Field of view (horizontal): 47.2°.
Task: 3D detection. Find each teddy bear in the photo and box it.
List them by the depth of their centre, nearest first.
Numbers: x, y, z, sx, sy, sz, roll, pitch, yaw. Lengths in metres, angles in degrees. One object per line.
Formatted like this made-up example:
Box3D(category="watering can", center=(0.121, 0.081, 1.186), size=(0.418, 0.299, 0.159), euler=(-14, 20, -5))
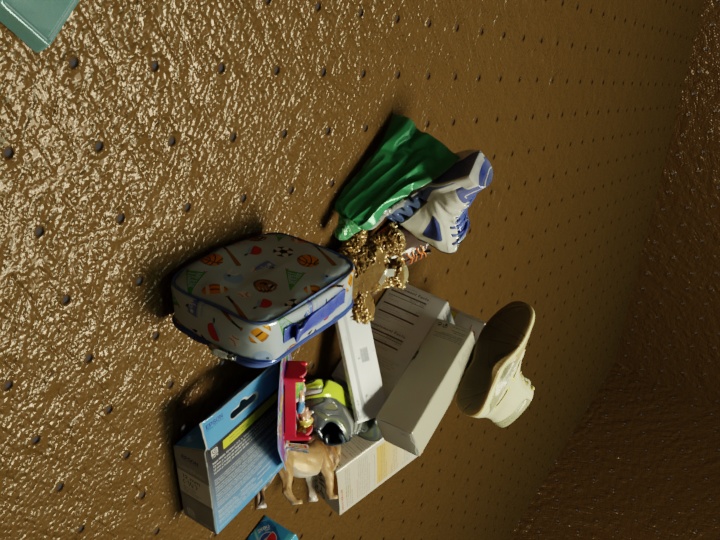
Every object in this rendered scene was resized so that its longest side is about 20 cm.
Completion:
Box3D(category="teddy bear", center=(0.000, 0.000, 1.187), size=(0.200, 0.067, 0.145), euler=(-43, 129, -36))

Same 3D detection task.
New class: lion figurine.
Box3D(category="lion figurine", center=(-0.094, 0.291, 1.251), size=(0.200, 0.072, 0.123), euler=(15, 64, -57))

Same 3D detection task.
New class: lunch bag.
Box3D(category="lunch bag", center=(-0.105, 0.031, 0.924), size=(0.200, 0.160, 0.076), euler=(-35, 139, -48))

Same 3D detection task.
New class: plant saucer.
Box3D(category="plant saucer", center=(-0.216, -0.268, 0.640), size=(0.200, 0.019, 0.070), euler=(-61, 153, -9))

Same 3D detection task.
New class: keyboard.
Box3D(category="keyboard", center=(-0.001, 0.129, 1.246), size=(0.056, 0.011, 0.200), euler=(-16, 100, -30))

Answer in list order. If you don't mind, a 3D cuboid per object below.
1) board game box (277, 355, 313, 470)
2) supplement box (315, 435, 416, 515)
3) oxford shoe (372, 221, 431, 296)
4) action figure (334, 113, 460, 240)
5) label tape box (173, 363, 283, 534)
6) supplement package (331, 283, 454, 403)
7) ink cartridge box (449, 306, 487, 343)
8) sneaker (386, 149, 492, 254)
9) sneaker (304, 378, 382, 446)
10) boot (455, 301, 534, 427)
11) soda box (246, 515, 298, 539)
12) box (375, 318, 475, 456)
Box3D(category="board game box", center=(-0.083, 0.177, 1.106), size=(0.200, 0.039, 0.158), euler=(93, -1, -65))
Box3D(category="supplement box", center=(0.014, 0.309, 1.419), size=(0.200, 0.073, 0.126), euler=(-30, 138, -29))
Box3D(category="oxford shoe", center=(0.067, -0.036, 1.288), size=(0.200, 0.072, 0.071), euler=(-56, 153, -19))
Box3D(category="action figure", center=(0.031, -0.116, 1.146), size=(0.200, 0.118, 0.055), euler=(-47, 158, -17))
Box3D(category="label tape box", center=(-0.169, 0.219, 1.069), size=(0.143, 0.066, 0.200), euler=(-40, 141, -43))
Box3D(category="supplement package", center=(0.061, 0.136, 1.373), size=(0.200, 0.109, 0.114), euler=(-56, 151, -20))
Box3D(category="ink cartridge box", center=(0.170, 0.132, 1.461), size=(0.067, 0.200, 0.117), euler=(19, 94, -49))
Box3D(category="sneaker", center=(0.133, -0.093, 1.205), size=(0.115, 0.199, 0.081), euler=(43, 53, -18))
Box3D(category="sneaker", center=(-0.029, 0.238, 1.277), size=(0.200, 0.074, 0.081), euler=(36, 46, -45))
Box3D(category="boot", center=(0.243, 0.157, 1.345), size=(0.155, 0.072, 0.200), euler=(30, 86, -52))
Box3D(category="soda box", center=(-0.132, 0.485, 1.348), size=(0.068, 0.064, 0.200), euler=(-50, 148, -31))
Box3D(category="box", center=(0.106, 0.180, 1.285), size=(0.200, 0.068, 0.082), euler=(-54, 148, -28))
